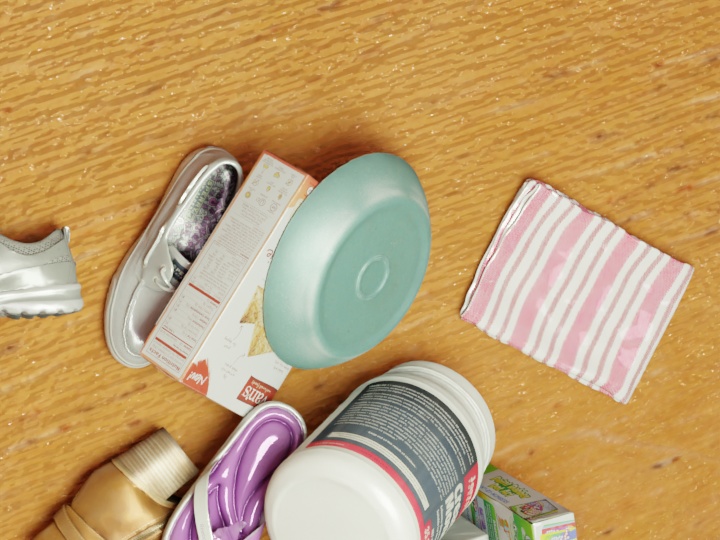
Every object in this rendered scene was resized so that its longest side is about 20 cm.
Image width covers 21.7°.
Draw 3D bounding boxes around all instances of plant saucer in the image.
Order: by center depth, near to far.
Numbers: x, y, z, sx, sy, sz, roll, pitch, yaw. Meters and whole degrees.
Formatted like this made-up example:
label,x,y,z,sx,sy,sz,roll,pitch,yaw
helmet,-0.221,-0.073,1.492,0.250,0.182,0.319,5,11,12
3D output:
label,x,y,z,sx,sy,sz,roll,pitch,yaw
plant saucer,0.000,0.000,1.596,0.199,0.036,0.201,-32,137,-36

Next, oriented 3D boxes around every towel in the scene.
label,x,y,z,sx,sy,sz,roll,pitch,yaw
towel,0.201,0.021,1.726,0.199,0.030,0.147,27,90,-20

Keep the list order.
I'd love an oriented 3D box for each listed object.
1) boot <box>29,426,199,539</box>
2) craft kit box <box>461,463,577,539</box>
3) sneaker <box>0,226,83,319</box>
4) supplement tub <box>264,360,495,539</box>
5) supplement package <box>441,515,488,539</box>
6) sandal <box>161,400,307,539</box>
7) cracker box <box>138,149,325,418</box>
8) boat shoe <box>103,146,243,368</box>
label,x,y,z,sx,sy,sz,roll,pitch,yaw
boot,-0.174,0.254,1.618,0.154,0.074,0.201,-39,96,-10
craft kit box,0.141,0.286,1.656,0.048,0.197,0.202,-12,102,-15
sneaker,-0.328,-0.002,1.540,0.198,0.075,0.083,0,83,-24
supplement tub,0.020,0.174,1.586,0.200,0.139,0.141,-41,114,-53
supplement package,0.056,0.329,1.675,0.120,0.120,0.202,-14,102,-17
sandal,-0.109,0.200,1.571,0.082,0.050,0.204,26,80,-9
cracker box,-0.084,0.017,1.583,0.201,0.057,0.134,-58,148,-2
boat shoe,-0.152,-0.008,1.586,0.072,0.068,0.201,32,87,-19
